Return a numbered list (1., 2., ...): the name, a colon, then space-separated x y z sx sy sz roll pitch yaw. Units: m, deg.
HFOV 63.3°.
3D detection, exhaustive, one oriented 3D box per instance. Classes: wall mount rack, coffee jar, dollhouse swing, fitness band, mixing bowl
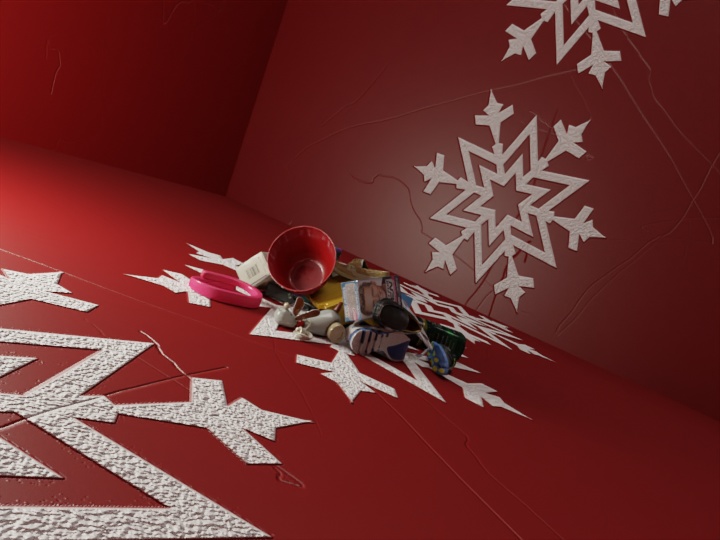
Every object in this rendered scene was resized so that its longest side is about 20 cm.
1. wall mount rack: 0.126 0.161 1.685 0.174 0.074 0.202 44 12 -42
2. coffee jar: 0.235 0.213 1.877 0.194 0.088 0.104 20 6 -12
3. dollhouse swing: -0.046 0.133 1.690 0.176 0.182 0.199 -18 22 -19
4. fitness band: -0.345 0.050 1.503 0.196 0.039 0.143 16 12 -38
5. mixing bowl: -0.158 -0.010 1.651 0.195 0.204 0.109 23 -24 15

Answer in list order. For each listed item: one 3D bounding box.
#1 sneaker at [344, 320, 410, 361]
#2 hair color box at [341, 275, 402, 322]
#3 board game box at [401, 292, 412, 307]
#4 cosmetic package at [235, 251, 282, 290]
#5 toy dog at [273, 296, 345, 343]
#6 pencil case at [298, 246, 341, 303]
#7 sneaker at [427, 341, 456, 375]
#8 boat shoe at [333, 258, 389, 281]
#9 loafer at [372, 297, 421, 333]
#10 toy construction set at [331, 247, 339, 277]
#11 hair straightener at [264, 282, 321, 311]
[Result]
1. sneaker: 0.032 0.172 1.547 0.195 0.083 0.115 15 11 -35
2. hair color box: 0.034 0.073 1.556 0.059 0.104 0.197 -9 -1 37
3. board game box: 0.069 0.077 1.944 0.149 0.042 0.199 25 -7 -20
4. cosmetic package: -0.271 0.004 1.733 0.073 0.103 0.199 63 18 10
5. toy dog: -0.114 0.112 1.478 0.130 0.099 0.197 26 7 37
6. pencil case: -0.136 0.006 1.797 0.091 0.205 0.085 11 21 -49
7. sneaker: 0.240 0.249 1.663 0.080 0.073 0.200 17 5 -1
8. boat shoe: 0.000 0.000 1.712 0.194 0.069 0.074 21 7 18
9. loafer: 0.098 0.122 1.528 0.071 0.075 0.198 21 0 33
10. toy construction set: -0.095 -0.007 1.900 0.089 0.206 0.131 -22 -12 -8
11. hair straightener: -0.189 0.091 1.670 0.196 0.042 0.077 29 -2 11
